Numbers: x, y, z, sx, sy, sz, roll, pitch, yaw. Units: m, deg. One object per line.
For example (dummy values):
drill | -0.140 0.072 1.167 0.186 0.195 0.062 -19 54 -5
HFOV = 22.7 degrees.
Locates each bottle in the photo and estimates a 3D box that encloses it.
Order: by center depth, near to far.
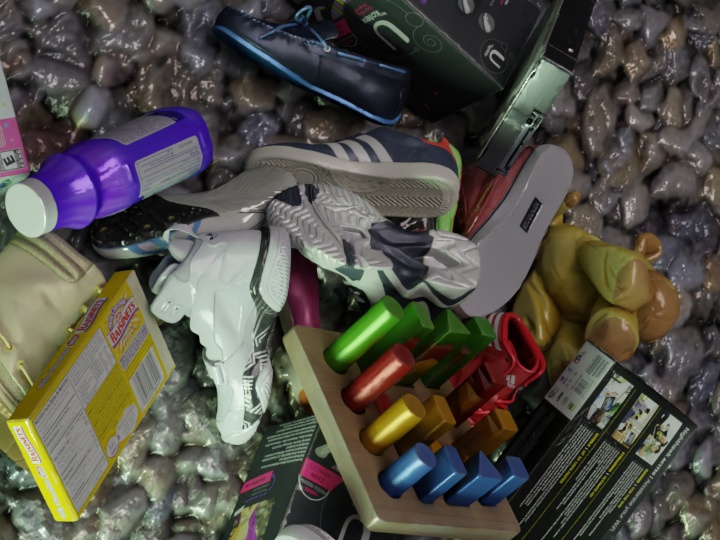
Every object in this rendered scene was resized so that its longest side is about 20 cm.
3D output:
bottle | -0.213 -0.083 1.519 0.200 0.083 0.066 -32 110 -48

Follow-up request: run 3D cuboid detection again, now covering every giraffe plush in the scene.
giraffe plush | 0.247 0.028 1.798 0.161 0.173 0.201 14 36 -40

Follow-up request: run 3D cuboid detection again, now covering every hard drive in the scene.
hard drive | 0.173 -0.191 1.747 0.038 0.140 0.200 28 36 -4

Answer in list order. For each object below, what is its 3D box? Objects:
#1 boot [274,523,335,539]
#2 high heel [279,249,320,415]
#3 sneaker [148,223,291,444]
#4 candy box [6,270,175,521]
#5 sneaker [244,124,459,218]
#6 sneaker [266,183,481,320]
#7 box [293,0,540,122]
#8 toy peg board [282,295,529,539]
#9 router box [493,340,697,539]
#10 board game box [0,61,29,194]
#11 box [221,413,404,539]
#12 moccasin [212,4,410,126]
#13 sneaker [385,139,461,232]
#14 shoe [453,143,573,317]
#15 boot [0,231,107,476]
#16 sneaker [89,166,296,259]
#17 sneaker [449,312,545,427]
boot | 0.010 0.262 1.491 0.201 0.073 0.096 56 49 -23
high heel | -0.032 0.066 1.633 0.096 0.067 0.201 -34 83 -24
sneaker | -0.130 0.051 1.549 0.114 0.075 0.201 8 109 -11
candy box | -0.213 0.098 1.449 0.103 0.026 0.200 68 30 -28
sneaker | -0.007 -0.099 1.668 0.198 0.075 0.085 7 45 -1
sneaker | 0.000 0.000 1.618 0.198 0.130 0.080 13 56 -11
box | 0.052 -0.255 1.725 0.200 0.122 0.107 38 60 -19
toy peg board | 0.062 0.120 1.556 0.199 0.098 0.200 13 43 -47
router box | 0.209 0.186 1.698 0.149 0.051 0.200 35 93 -38
board game box | -0.384 -0.123 1.450 0.199 0.064 0.149 -14 86 -34
box | -0.044 0.240 1.559 0.122 0.106 0.201 33 63 -23
moccasin | -0.044 -0.204 1.681 0.199 0.080 0.069 25 90 -26
sneaker | 0.046 -0.027 1.718 0.083 0.077 0.202 8 76 -1
shoe | 0.126 -0.041 1.754 0.071 0.091 0.201 46 67 -32
boot | -0.254 0.073 1.485 0.200 0.073 0.156 49 56 -11
sneaker | -0.143 -0.037 1.590 0.199 0.072 0.073 -15 126 -26
sneaker | 0.108 0.128 1.682 0.078 0.115 0.202 19 69 -29
